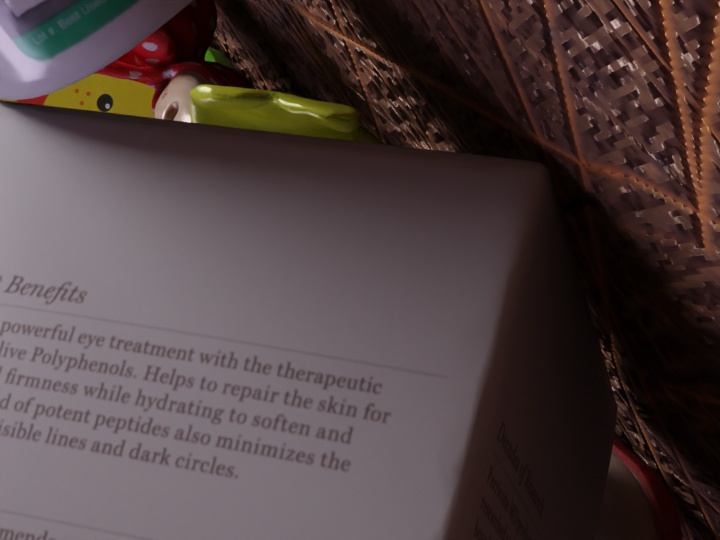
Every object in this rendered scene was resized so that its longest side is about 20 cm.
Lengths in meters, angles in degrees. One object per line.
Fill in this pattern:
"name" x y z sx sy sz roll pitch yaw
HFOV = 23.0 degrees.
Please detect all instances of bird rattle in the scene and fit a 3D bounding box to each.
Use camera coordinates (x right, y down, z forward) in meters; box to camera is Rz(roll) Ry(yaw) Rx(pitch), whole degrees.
"bird rattle" -0.054 -0.046 0.784 0.163 0.113 0.200 35 -172 -37

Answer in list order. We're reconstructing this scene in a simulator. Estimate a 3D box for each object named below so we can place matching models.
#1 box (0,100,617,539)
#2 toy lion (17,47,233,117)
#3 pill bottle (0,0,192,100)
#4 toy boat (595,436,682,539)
"box" -0.034 0.071 0.579 0.197 0.173 0.200 8 157 19
"toy lion" -0.149 -0.093 0.954 0.069 0.190 0.202 5 -96 -72
"pill bottle" -0.125 -0.160 0.524 0.200 0.113 0.113 54 173 -26
"toy boat" 0.067 0.104 0.763 0.130 0.131 0.200 11 -156 -47
